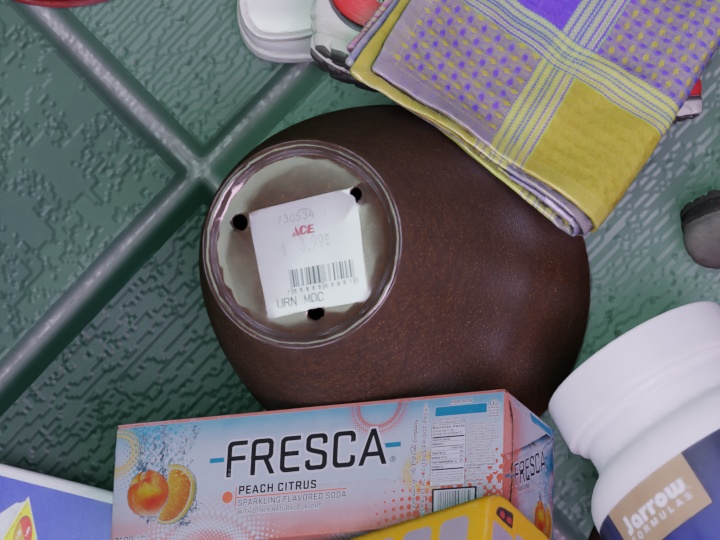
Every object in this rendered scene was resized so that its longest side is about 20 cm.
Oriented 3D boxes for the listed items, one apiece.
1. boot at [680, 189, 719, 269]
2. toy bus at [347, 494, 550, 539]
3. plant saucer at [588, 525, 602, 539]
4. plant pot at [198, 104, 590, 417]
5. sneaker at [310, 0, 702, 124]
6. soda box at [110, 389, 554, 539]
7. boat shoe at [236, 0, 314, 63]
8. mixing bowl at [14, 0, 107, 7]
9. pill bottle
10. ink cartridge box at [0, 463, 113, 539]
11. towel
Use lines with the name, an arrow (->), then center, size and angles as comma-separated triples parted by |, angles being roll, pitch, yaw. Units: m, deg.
boot -> 0.227, 0.026, 1.337 | 0.200, 0.068, 0.131 | -1, 81, 42
toy bus -> -0.011, 0.167, 1.279 | 0.200, 0.065, 0.078 | -21, 45, 30
plant saucer -> 0.194, 0.160, 1.373 | 0.200, 0.034, 0.201 | -3, 80, 21
plant pot -> 0.000, 0.000, 1.366 | 0.186, 0.200, 0.188 | -2, 84, 14
sneaker -> 0.076, -0.117, 1.395 | 0.199, 0.077, 0.085 | 13, 85, -13
soda box -> -0.013, 0.101, 1.333 | 0.199, 0.068, 0.064 | -6, 68, 22
boat shoe -> 0.023, -0.164, 1.446 | 0.200, 0.069, 0.071 | -23, 78, 11
mixing bowl -> -0.166, -0.245, 1.486 | 0.199, 0.108, 0.201 | -2, 83, 14
pill bottle -> 0.175, 0.120, 1.307 | 0.116, 0.116, 0.200 | -35, 70, 9
ink cartridge box -> -0.125, 0.213, 1.458 | 0.199, 0.047, 0.198 | 13, 86, 13
towel -> 0.098, -0.123, 1.363 | 0.143, 0.023, 0.200 | 36, 65, 1
